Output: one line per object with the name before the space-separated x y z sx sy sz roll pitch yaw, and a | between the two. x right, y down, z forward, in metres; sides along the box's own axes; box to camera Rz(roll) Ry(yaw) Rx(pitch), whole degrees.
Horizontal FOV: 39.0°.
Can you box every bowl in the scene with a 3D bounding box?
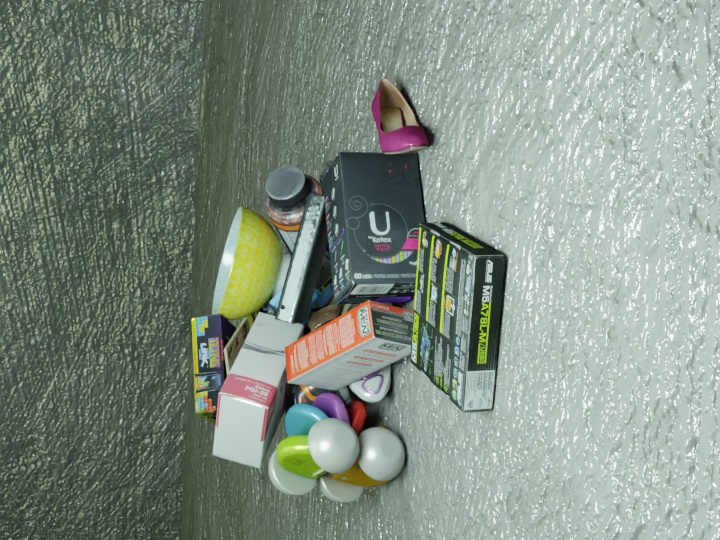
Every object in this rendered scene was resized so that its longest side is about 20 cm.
bowl | -0.183 -0.002 1.774 0.200 0.107 0.201 -166 90 -76

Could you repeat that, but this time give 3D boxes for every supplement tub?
supplement tub | -0.100 -0.096 1.764 0.200 0.107 0.107 65 -170 -54

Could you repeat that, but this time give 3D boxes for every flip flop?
flip flop | -0.052 0.072 1.668 0.081 0.058 0.200 -12 40 50

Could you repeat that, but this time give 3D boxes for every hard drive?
hard drive | -0.083 -0.019 1.595 0.140 0.033 0.201 9 -84 -84

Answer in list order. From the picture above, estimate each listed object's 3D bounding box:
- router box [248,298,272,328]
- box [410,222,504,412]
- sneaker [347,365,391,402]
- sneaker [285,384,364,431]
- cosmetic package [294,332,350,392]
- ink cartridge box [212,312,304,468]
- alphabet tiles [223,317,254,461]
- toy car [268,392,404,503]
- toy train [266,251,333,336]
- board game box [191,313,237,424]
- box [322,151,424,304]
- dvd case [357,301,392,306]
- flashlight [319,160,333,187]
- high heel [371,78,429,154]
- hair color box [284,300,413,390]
router box | -0.172 0.136 1.886 0.157 0.052 0.201 123 143 -62
box | 0.119 0.054 1.297 0.193 0.047 0.201 -138 49 -70
sneaker | 0.007 0.164 1.648 0.200 0.075 0.100 -122 18 -60
sneaker | -0.061 0.250 1.677 0.078 0.112 0.201 52 165 58
cosmetic package | -0.086 0.154 1.862 0.200 0.101 0.074 -131 44 -67
ink cartridge box | -0.160 0.186 1.612 0.200 0.082 0.147 -68 -9 -51
alphabet tiles | -0.198 0.188 1.698 0.167 0.008 0.201 -63 -26 -57
toy car | -0.038 0.263 1.565 0.175 0.199 0.150 -39 45 45
toy train | -0.096 0.057 1.754 0.087 0.200 0.114 36 167 34
board game box | -0.232 0.183 1.766 0.200 0.056 0.166 60 -157 -69
box | 0.022 -0.061 1.473 0.106 0.122 0.201 131 135 -65
dvd case | 0.000 0.000 1.606 0.146 0.022 0.201 97 154 -59
flashlight | -0.013 -0.121 1.674 0.200 0.068 0.068 -120 25 -58
high heel | 0.050 -0.221 1.458 0.200 0.067 0.097 -138 39 -71
hair color box | -0.013 0.115 1.506 0.200 0.101 0.061 -30 57 40
